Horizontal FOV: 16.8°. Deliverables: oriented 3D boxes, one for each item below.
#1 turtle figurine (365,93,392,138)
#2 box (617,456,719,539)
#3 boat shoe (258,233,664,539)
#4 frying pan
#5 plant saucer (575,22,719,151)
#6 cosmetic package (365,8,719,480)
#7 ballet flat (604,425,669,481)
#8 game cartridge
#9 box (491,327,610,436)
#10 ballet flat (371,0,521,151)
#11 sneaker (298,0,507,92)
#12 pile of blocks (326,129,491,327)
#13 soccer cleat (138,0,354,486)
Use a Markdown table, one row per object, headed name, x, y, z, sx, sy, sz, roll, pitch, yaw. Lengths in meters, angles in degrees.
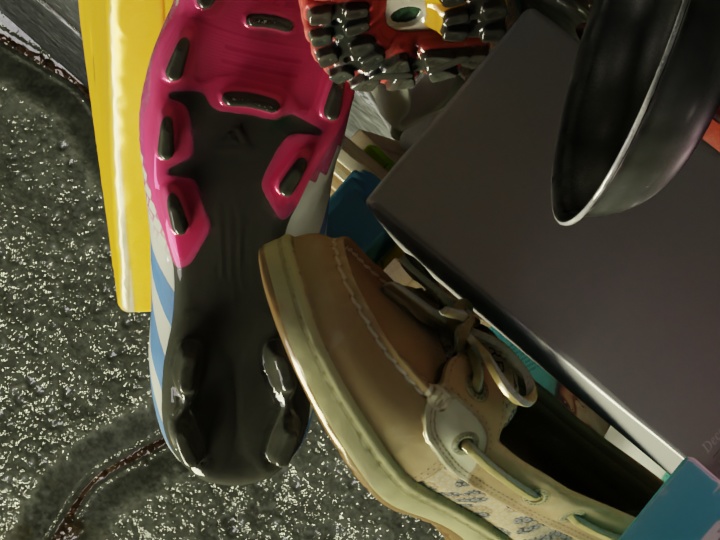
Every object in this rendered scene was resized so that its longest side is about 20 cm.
| name | x | y | z | sx | sy | sz | roll | pitch | yaw |
| --- | --- | --- | --- | --- | --- | --- | --- | --- | --- |
| turtle figurine | 0.044 | -0.041 | 1.187 | 0.194 | 0.200 | 0.144 | 22 | 154 | -7 |
| box | 0.120 | 0.121 | 0.745 | 0.082 | 0.049 | 0.200 | 39 | 173 | 20 |
| boat shoe | 0.038 | 0.045 | 0.761 | 0.200 | 0.063 | 0.073 | 45 | -159 | -43 |
| frying pan | 0.086 | -0.090 | 0.581 | 0.031 | 0.190 | 0.115 | 18 | -138 | -7 |
| plant saucer | 0.175 | 0.003 | 0.786 | 0.200 | 0.037 | 0.200 | 39 | 175 | 32 |
| cosmetic package | 0.106 | 0.018 | 0.756 | 0.200 | 0.090 | 0.107 | 37 | 177 | 17 |
| ballet flat | 0.139 | 0.030 | 0.946 | 0.069 | 0.069 | 0.200 | 42 | -148 | -8 |
| game cartridge | -0.084 | -0.115 | 0.887 | 0.200 | 0.032 | 0.176 | 95 | 167 | -45 |
| box | 0.093 | 0.045 | 1.013 | 0.082 | 0.049 | 0.200 | 46 | -151 | -20 |
| ballet flat | 0.036 | -0.077 | 0.963 | 0.068 | 0.067 | 0.200 | 39 | 175 | 26 |
| sneaker | -0.007 | -0.137 | 0.700 | 0.200 | 0.078 | 0.082 | 79 | 179 | -57 |
| pile of blocks | 0.000 | 0.000 | 0.910 | 0.082 | 0.062 | 0.200 | 40 | -168 | -6 |
| soccer cleat | -0.043 | -0.027 | 0.831 | 0.070 | 0.200 | 0.086 | 4 | -161 | -8 |
